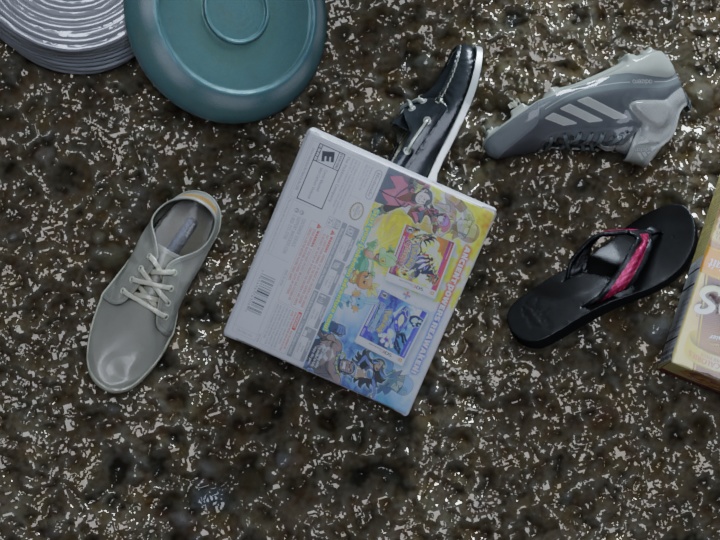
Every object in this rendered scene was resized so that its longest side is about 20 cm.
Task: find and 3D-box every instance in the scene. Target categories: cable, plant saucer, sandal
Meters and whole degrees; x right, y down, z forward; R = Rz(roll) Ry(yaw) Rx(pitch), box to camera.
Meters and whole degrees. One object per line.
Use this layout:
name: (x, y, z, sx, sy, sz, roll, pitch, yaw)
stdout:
cable: (-0.259, -0.285, 1.642, 0.199, 0.069, 0.200, -37, 84, -11)
plant saucer: (-0.116, -0.235, 1.629, 0.199, 0.027, 0.202, 2, 85, -25)
sandal: (0.220, 0.000, 1.617, 0.199, 0.045, 0.075, -32, 45, -9)

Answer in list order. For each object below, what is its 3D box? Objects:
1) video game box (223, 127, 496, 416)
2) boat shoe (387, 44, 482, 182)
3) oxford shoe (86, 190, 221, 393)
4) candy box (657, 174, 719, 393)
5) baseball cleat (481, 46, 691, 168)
video game box: (0.000, 0.000, 1.587, 0.181, 0.047, 0.201, 24, 99, 2)
boat shoe: (0.054, -0.121, 1.633, 0.060, 0.076, 0.201, 23, 77, -6)
oxford shoe: (-0.185, 0.014, 1.595, 0.075, 0.058, 0.201, 28, 79, -1)
candy box: (0.359, 0.015, 1.641, 0.115, 0.055, 0.201, 20, 77, 0)
baseball cleat: (0.214, -0.130, 1.652, 0.199, 0.070, 0.107, -27, 82, -9)
